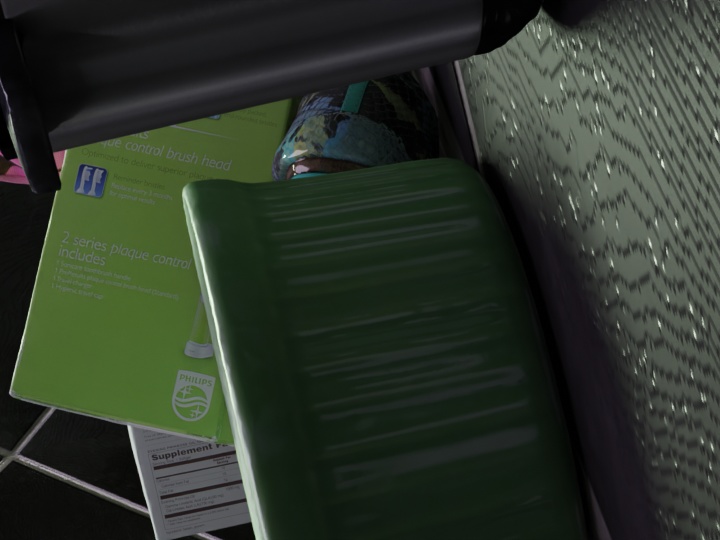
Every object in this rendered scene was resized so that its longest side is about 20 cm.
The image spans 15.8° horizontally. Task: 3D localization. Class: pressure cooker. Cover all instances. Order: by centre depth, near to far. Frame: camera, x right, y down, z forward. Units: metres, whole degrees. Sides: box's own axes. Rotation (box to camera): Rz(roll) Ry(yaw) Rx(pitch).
[{"bbox_3d":[-0.067,-0.121,0.646,0.176,0.200,0.179,-120,17,-74],"label":"pressure cooker"}]

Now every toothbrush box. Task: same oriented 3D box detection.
[{"bbox_3d":[-0.064,-0.035,1.033,0.146,0.086,0.200,36,-112,-83],"label":"toothbrush box"}]

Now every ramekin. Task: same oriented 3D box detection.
[{"bbox_3d":[0.009,0.058,0.856,0.200,0.098,0.200,168,90,-86],"label":"ramekin"}]

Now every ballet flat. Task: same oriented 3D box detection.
[{"bbox_3d":[0.007,-0.017,0.998,0.200,0.074,0.074,90,166,-64],"label":"ballet flat"}]

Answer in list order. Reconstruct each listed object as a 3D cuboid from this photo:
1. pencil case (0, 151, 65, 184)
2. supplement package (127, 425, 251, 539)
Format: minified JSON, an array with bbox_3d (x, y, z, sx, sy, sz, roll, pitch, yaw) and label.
[{"bbox_3d":[-0.119,-0.123,1.136,0.091,0.094,0.200,-55,14,50],"label":"pencil case"},{"bbox_3d":[-0.087,0.078,1.807,0.200,0.156,0.111,-110,9,-63],"label":"supplement package"}]
